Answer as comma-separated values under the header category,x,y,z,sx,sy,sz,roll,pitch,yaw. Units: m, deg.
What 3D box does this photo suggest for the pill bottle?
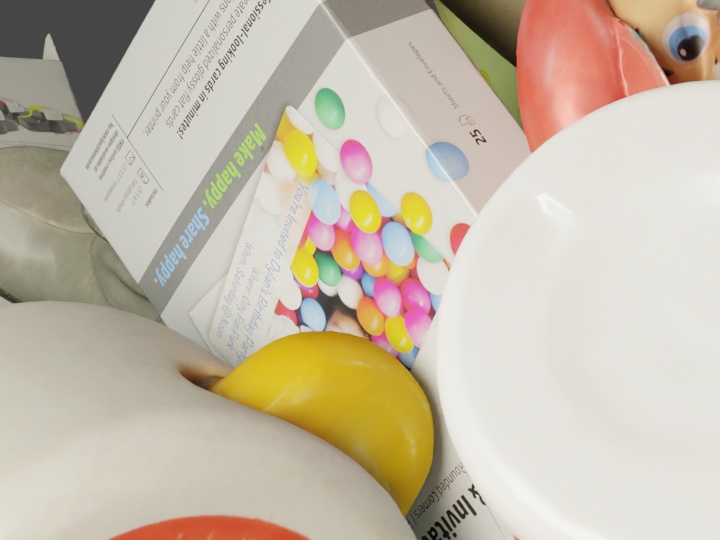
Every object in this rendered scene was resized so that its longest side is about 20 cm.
category,x,y,z,sx,sy,sz,roll,pitch,yaw
pill bottle,0.092,0.051,0.579,0.114,0.200,0.114,-6,63,12

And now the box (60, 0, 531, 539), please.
category,x,y,z,sx,sy,sz,roll,pitch,yaw
box,0.000,0.000,0.751,0.200,0.041,0.156,54,141,13

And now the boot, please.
category,x,y,z,sx,sy,sz,roll,pitch,yaw
boot,-0.078,-0.012,0.905,0.200,0.131,0.068,24,77,16

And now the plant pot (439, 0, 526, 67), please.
category,x,y,z,sx,sy,sz,roll,pitch,yaw
plant pot,0.077,-0.137,0.791,0.187,0.200,0.187,-26,56,45

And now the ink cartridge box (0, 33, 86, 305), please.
category,x,y,z,sx,sy,sz,roll,pitch,yaw
ink cartridge box,-0.160,-0.020,1.097,0.200,0.068,0.115,-118,35,-59

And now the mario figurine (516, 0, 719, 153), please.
category,x,y,z,sx,sy,sz,roll,pitch,yaw
mario figurine,0.132,-0.080,0.681,0.200,0.106,0.123,-38,78,-14

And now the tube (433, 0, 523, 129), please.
category,x,y,z,sx,sy,sz,roll,pitch,yaw
tube,0.050,-0.096,0.922,0.052,0.058,0.200,-52,38,37

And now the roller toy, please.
category,x,y,z,sx,sy,sz,roll,pitch,yaw
roller toy,-0.074,0.111,0.703,0.140,0.200,0.183,30,126,56
